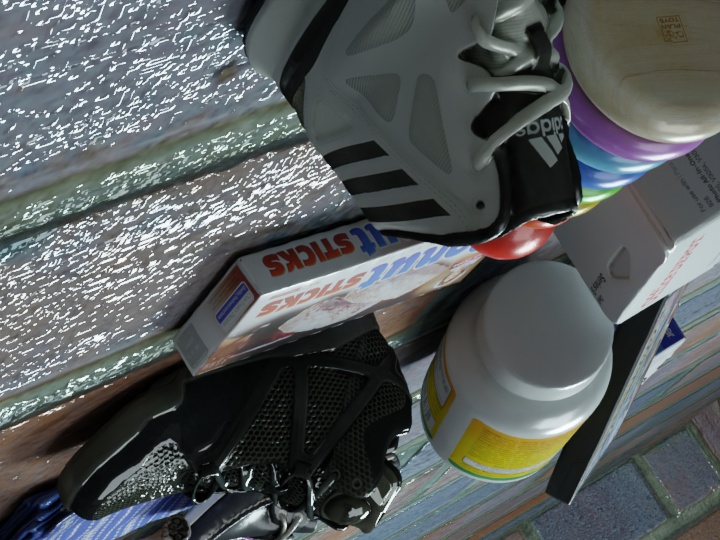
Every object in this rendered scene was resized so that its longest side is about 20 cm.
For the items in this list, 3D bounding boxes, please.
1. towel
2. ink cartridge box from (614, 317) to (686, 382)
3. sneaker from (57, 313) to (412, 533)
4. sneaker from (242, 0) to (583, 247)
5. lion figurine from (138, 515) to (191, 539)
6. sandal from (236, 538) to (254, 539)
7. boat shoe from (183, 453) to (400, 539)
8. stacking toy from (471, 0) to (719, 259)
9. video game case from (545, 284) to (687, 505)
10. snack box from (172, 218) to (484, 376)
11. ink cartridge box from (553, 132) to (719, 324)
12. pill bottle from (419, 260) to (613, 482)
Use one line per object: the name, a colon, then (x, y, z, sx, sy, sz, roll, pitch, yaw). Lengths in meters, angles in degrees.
towel: (-0.145, 0.145, 0.928, 0.199, 0.024, 0.145, -19, 160, -45)
ink cartridge box: (0.196, 0.083, 1.345, 0.198, 0.077, 0.137, -27, 165, -16)
sneaker: (-0.053, 0.099, 0.801, 0.198, 0.115, 0.076, -23, 161, -28)
sneaker: (0.049, -0.081, 0.433, 0.075, 0.116, 0.201, -20, 160, -40)
lion figurine: (-0.174, 0.196, 0.845, 0.198, 0.073, 0.122, -7, 161, -33)
sandal: (-0.114, 0.210, 1.164, 0.082, 0.050, 0.203, -21, -179, 12)
boat shoe: (-0.048, 0.152, 1.045, 0.199, 0.061, 0.074, -26, 168, -48)
stacking toy: (0.091, -0.058, 0.689, 0.085, 0.086, 0.200, -25, 169, -27)
video game case: (0.208, 0.062, 1.166, 0.202, 0.025, 0.181, -69, 166, 17)
snack box: (0.000, 0.000, 0.767, 0.199, 0.024, 0.072, -18, 158, -45)
ink cartridge box: (0.219, -0.068, 0.895, 0.198, 0.085, 0.146, -30, 165, -14)
pill bottle: (0.106, 0.067, 1.035, 0.112, 0.113, 0.200, -29, 164, -15)
